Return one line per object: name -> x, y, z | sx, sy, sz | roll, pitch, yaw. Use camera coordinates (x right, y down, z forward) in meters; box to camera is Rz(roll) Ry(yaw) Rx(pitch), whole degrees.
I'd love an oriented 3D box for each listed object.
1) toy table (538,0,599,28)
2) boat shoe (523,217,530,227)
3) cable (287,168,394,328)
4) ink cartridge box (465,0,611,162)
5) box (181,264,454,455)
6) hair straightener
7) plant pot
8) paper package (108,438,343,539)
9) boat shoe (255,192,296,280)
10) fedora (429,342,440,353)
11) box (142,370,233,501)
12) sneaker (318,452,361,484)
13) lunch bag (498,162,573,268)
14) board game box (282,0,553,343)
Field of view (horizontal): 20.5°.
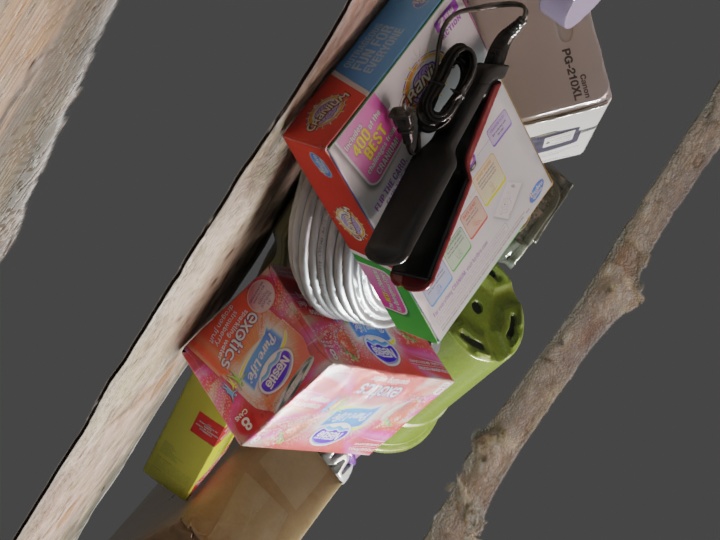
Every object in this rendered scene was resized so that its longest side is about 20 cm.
toy table -> 0.109, -0.223, 1.146 | 0.184, 0.117, 0.200 | -54, 175, 5
boat shoe -> 0.085, -0.057, 1.813 | 0.199, 0.066, 0.074 | 8, 114, -39
cable -> 0.022, -0.056, 1.429 | 0.200, 0.069, 0.201 | -6, 118, -63
ink cartridge box -> 0.124, -0.165, 1.503 | 0.084, 0.146, 0.200 | -14, 173, -1
box -> -0.030, 0.073, 1.523 | 0.103, 0.095, 0.200 | -41, 156, 18
hair straightener -> 0.055, -0.090, 1.272 | 0.077, 0.041, 0.201 | 39, 74, -49
plant pot -> 0.067, 0.067, 2.095 | 0.190, 0.200, 0.200 | -31, -166, 45
paper package -> -0.141, 0.240, 1.819 | 0.190, 0.104, 0.200 | -33, -170, 37
boat shoe -> -0.030, -0.022, 1.528 | 0.073, 0.063, 0.201 | -51, 173, -37
fedora -> 0.000, 0.000, 1.689 | 0.090, 0.178, 0.201 | -20, 143, -8
box -> -0.120, 0.109, 1.663 | 0.075, 0.050, 0.200 | -51, 175, -43
sneaker -> -0.034, 0.105, 1.856 | 0.088, 0.080, 0.201 | -36, 130, -11
lunch bag -> 0.124, -0.088, 2.081 | 0.118, 0.164, 0.200 | -54, 177, 17
board game box -> 0.044, -0.073, 1.331 | 0.153, 0.040, 0.201 | -52, 137, -22
